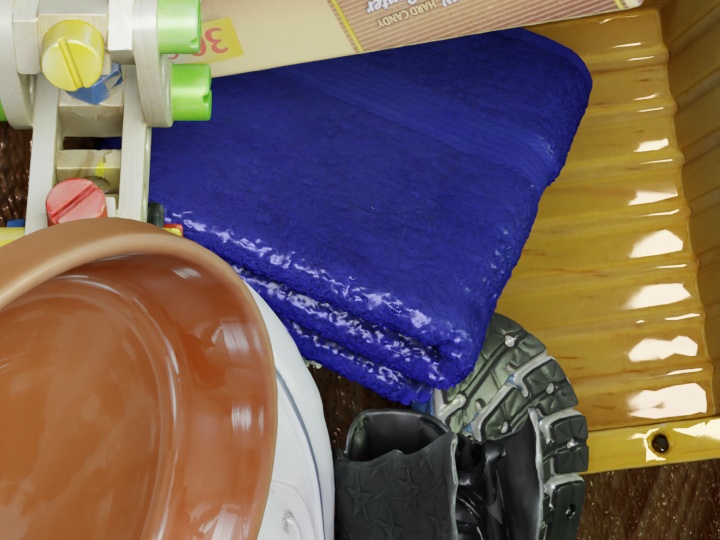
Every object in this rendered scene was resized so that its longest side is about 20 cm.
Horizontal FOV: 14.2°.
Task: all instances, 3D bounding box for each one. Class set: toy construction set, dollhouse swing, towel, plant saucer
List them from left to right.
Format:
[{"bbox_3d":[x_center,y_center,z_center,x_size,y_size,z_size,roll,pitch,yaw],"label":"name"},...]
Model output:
[{"bbox_3d":[-0.096,0.079,0.765,0.200,0.032,0.201,-39,142,-39],"label":"plant saucer"},{"bbox_3d":[-0.088,-0.013,0.840,0.131,0.092,0.200,92,12,-57],"label":"toy construction set"},{"bbox_3d":[-0.007,-0.038,1.012,0.200,0.147,0.050,-64,174,-55],"label":"towel"},{"bbox_3d":[0.088,-0.022,1.109,0.176,0.181,0.201,8,74,-80],"label":"dollhouse swing"}]

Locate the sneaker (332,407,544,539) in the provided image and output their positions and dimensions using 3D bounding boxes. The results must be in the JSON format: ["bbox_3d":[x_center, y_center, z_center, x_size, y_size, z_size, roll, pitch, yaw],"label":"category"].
[{"bbox_3d":[0.019,0.093,0.986,0.200,0.060,0.105,-172,-107,-74],"label":"sneaker"}]

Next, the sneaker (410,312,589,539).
[{"bbox_3d":[0.034,0.097,1.101,0.078,0.089,0.200,-33,133,-35],"label":"sneaker"}]

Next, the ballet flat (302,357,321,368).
[{"bbox_3d":[0.000,0.000,1.086,0.200,0.072,0.072,-36,116,-66],"label":"ballet flat"}]

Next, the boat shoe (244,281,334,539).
[{"bbox_3d":[-0.043,0.094,0.936,0.065,0.073,0.201,-59,135,-63],"label":"boat shoe"}]

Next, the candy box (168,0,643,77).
[{"bbox_3d":[-0.011,-0.130,0.926,0.055,0.199,0.116,-59,136,-57],"label":"candy box"}]
